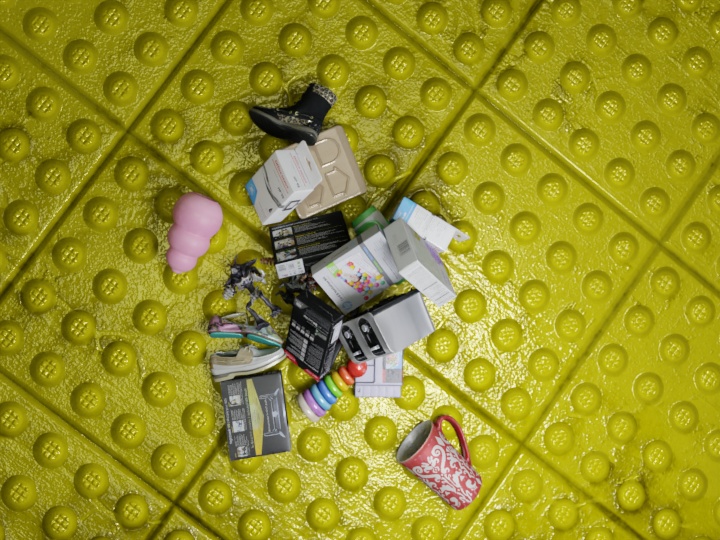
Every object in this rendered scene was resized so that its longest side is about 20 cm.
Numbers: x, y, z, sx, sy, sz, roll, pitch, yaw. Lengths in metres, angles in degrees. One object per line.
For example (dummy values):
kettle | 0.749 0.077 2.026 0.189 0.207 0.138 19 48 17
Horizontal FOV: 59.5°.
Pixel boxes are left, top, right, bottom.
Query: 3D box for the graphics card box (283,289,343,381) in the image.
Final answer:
graphics card box | -0.119 0.161 1.547 0.124 0.051 0.203 32 131 22

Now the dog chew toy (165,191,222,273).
dog chew toy | -0.424 -0.090 1.571 0.123 0.125 0.203 22 95 -4

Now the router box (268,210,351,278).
router box | -0.124 -0.068 1.582 0.196 0.151 0.052 -13 134 -5

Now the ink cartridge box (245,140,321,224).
ink cartridge box | -0.191 -0.215 1.540 0.066 0.199 0.117 -15 74 -45

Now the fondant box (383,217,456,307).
fondant box | 0.144 -0.018 1.520 0.058 0.200 0.146 -32 49 17

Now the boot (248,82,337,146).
boot | -0.171 -0.416 1.623 0.200 0.074 0.156 22 68 16

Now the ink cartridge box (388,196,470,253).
ink cartridge box | 0.172 -0.103 1.618 0.198 0.116 0.067 31 86 -3

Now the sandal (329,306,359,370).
sandal | -0.053 0.158 1.618 0.044 0.075 0.203 26 89 5

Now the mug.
mug | 0.220 0.486 1.606 0.200 0.133 0.178 44 88 -6

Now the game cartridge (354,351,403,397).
game cartridge | 0.049 0.229 1.644 0.127 0.038 0.205 1 89 0

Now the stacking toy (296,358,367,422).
stacking toy | -0.064 0.293 1.598 0.199 0.085 0.086 -38 92 1

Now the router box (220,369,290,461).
router box | -0.265 0.368 1.604 0.154 0.052 0.205 -7 90 -4

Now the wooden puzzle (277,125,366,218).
wooden puzzle | -0.104 -0.255 1.637 0.197 0.046 0.188 -23 91 -9

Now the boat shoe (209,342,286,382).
boat shoe | -0.288 0.221 1.586 0.196 0.075 0.070 -17 97 2

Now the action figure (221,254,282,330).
action figure | -0.280 0.043 1.571 0.118 0.102 0.201 -38 76 -1

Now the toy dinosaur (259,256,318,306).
toy dinosaur | -0.157 0.014 1.610 0.196 0.103 0.138 8 57 13

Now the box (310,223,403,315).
box | 0.000 0.000 1.541 0.198 0.041 0.157 -31 125 11

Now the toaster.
toaster | 0.064 0.133 1.521 0.198 0.180 0.121 -24 89 -36

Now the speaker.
speaker | 0.063 -0.064 1.624 0.088 0.088 0.201 -37 92 -4

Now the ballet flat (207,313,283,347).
ballet flat | -0.290 0.146 1.606 0.196 0.069 0.073 9 69 -4
